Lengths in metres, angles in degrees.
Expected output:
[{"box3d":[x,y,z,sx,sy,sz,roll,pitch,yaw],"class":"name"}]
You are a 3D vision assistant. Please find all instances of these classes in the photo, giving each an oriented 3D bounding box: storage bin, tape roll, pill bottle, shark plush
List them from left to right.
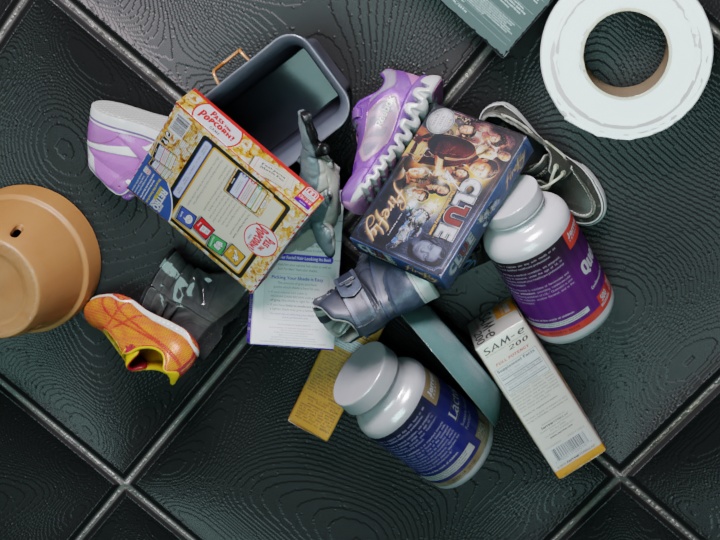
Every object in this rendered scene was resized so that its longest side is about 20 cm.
[{"box3d":[-0.110,-0.205,1.580,0.199,0.134,0.146,-35,99,18],"class":"storage bin"},{"box3d":[-0.067,-0.092,1.520,0.082,0.092,0.201,5,144,2],"class":"shark plush"},{"box3d":[0.066,0.183,1.652,0.116,0.116,0.200,-42,118,19],"class":"pill bottle"},{"box3d":[0.221,-0.015,1.565,0.112,0.113,0.201,-24,122,17],"class":"pill bottle"},{"box3d":[0.310,-0.257,1.520,0.200,0.071,0.205,3,109,9],"class":"tape roll"}]

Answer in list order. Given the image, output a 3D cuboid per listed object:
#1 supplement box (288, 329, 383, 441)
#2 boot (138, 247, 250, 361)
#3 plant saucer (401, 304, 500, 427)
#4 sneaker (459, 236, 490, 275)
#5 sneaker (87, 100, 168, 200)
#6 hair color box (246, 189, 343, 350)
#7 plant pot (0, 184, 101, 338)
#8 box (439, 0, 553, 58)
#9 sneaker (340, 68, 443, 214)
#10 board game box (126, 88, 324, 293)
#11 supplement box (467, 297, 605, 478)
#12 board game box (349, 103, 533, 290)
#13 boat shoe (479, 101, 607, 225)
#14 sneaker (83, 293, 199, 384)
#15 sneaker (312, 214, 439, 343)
[{"box3d":[-0.026,0.121,1.707,0.068,0.067,0.202,24,110,2],"class":"supplement box"},{"box3d":[-0.203,0.012,1.706,0.131,0.070,0.200,40,106,1],"class":"boot"},{"box3d":[0.116,0.107,1.616,0.036,0.200,0.200,-39,98,0],"class":"plant saucer"},{"box3d":[0.122,-0.021,1.625,0.199,0.082,0.073,-35,99,18],"class":"sneaker"},{"box3d":[-0.260,-0.137,1.669,0.199,0.073,0.115,20,114,15],"class":"sneaker"},{"box3d":[-0.082,-0.005,1.631,0.108,0.065,0.203,4,89,-9],"class":"hair color box"},{"box3d":[-0.460,0.002,1.710,0.198,0.140,0.202,3,109,10],"class":"plant pot"},{"box3d":[0.142,-0.371,1.509,0.200,0.079,0.141,41,113,-4],"class":"box"},{"box3d":[0.022,-0.163,1.575,0.088,0.081,0.201,27,75,13],"class":"sneaker"},{"box3d":[-0.161,-0.091,1.524,0.200,0.046,0.152,41,128,0],"class":"board game box"},{"box3d":[0.218,0.146,1.632,0.073,0.126,0.201,-32,99,6],"class":"supplement box"},{"box3d":[0.095,-0.089,1.517,0.135,0.035,0.201,23,73,31],"class":"board game box"},{"box3d":[0.220,-0.123,1.583,0.200,0.064,0.071,40,110,-4],"class":"boat shoe"},{"box3d":[-0.303,0.087,1.711,0.199,0.077,0.073,21,147,35],"class":"sneaker"},{"box3d":[-0.001,-0.001,1.587,0.145,0.203,0.077,-33,128,7],"class":"sneaker"}]
